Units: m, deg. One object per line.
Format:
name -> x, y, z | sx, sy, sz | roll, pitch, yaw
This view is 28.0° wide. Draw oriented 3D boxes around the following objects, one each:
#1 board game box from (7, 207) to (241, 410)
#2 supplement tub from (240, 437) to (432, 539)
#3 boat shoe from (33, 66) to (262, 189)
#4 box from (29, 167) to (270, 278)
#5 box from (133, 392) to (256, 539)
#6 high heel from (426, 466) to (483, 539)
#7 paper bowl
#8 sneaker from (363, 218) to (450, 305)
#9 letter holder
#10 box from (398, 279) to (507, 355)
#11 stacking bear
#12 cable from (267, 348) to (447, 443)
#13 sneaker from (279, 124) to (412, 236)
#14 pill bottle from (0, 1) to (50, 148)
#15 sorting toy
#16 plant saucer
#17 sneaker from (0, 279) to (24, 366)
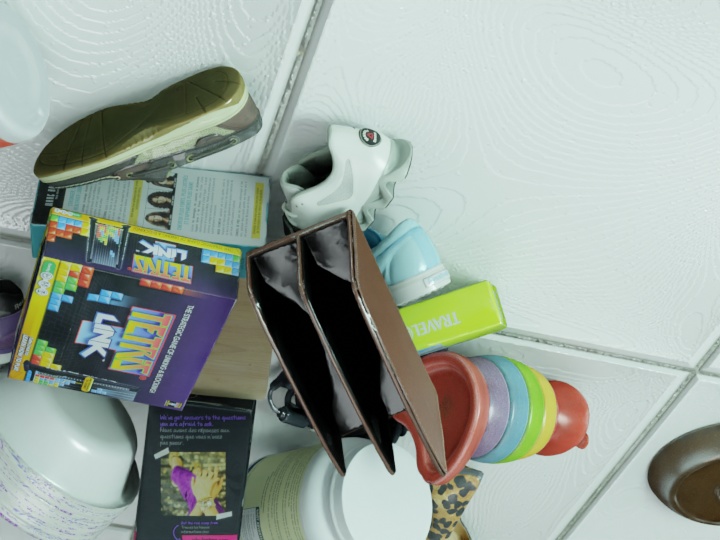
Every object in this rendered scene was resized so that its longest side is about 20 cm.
board game box -> -0.208, 0.040, 1.254 | 0.164, 0.057, 0.200 | 13, 143, -14
supplement tub -> -0.035, 0.256, 1.529 | 0.145, 0.146, 0.199 | 30, 149, -31
boat shoe -> -0.174, -0.102, 1.192 | 0.200, 0.072, 0.066 | -20, 131, 17
box -> -0.180, -0.046, 1.251 | 0.199, 0.083, 0.049 | 6, 141, -5
box -> -0.168, 0.218, 1.459 | 0.105, 0.122, 0.201 | 8, 97, -3
high heel -> 0.125, 0.297, 1.662 | 0.142, 0.072, 0.200 | -23, 126, 35
paper bowl -> -0.301, 0.164, 1.420 | 0.104, 0.201, 0.200 | -43, 126, 14
sneaker -> 0.000, 0.000, 1.330 | 0.199, 0.082, 0.074 | -20, 180, 44
letter holder -> -0.010, 0.079, 1.194 | 0.100, 0.142, 0.201 | -22, 117, 7
box -> 0.034, 0.060, 1.335 | 0.199, 0.048, 0.122 | -18, 175, 7
stacking bear -> 0.147, 0.142, 1.434 | 0.199, 0.122, 0.114 | 10, 132, -41
cable -> 0.015, 0.128, 1.481 | 0.199, 0.051, 0.163 | -28, 132, 29
sneaker -> -0.038, -0.053, 1.253 | 0.088, 0.074, 0.200 | 20, 128, -18
pill bottle -> -0.355, -0.133, 1.128 | 0.199, 0.112, 0.112 | -13, 139, 17
sorting toy -> -0.178, 0.032, 1.350 | 0.199, 0.070, 0.199 | 6, 142, -5
plant saucer -> 0.424, 0.236, 1.619 | 0.199, 0.032, 0.201 | 1, 141, 1
sneaker -> -0.418, 0.028, 1.370 | 0.199, 0.076, 0.088 | 6, 126, -12
